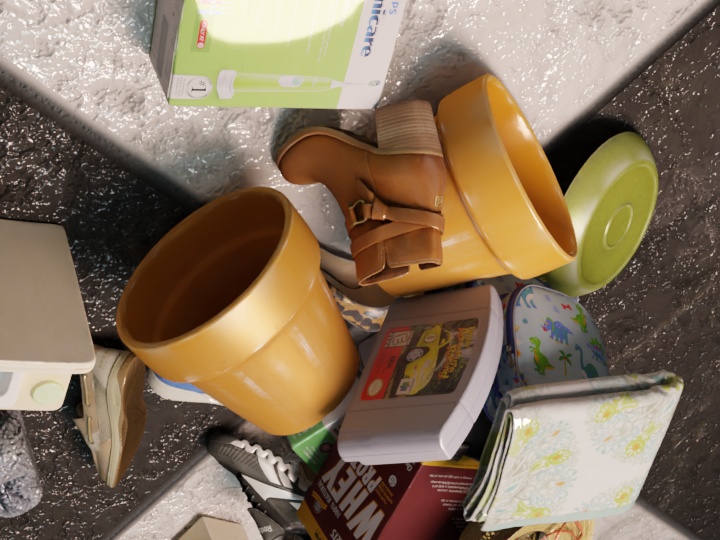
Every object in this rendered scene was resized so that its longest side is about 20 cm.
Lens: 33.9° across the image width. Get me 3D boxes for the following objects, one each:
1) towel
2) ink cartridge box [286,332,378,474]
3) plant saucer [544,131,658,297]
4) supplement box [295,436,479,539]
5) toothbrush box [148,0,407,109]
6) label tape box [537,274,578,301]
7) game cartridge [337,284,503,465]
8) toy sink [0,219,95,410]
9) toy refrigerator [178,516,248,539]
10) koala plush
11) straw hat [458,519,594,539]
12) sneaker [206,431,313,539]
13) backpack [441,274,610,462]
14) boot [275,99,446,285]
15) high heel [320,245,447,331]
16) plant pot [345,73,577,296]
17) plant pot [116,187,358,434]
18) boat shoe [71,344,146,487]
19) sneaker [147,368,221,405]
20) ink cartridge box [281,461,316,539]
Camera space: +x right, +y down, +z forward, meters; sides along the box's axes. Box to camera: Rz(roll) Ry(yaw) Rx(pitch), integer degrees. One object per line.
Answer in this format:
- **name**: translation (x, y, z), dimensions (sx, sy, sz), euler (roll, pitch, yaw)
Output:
- **towel**: translation (0.208, 0.179, 1.158), dimensions (0.199, 0.048, 0.172), euler (-4, 131, -22)
- **ink cartridge box**: translation (0.019, 0.163, 1.409), dimensions (0.200, 0.084, 0.146), euler (-33, 136, 4)
- **plant saucer**: translation (0.276, -0.055, 1.313), dimensions (0.200, 0.031, 0.201), euler (-34, 139, -36)
- **supplement box**: translation (0.071, 0.245, 1.336), dimensions (0.197, 0.133, 0.200), euler (11, 115, -38)
- **toothbrush box**: translation (-0.071, -0.223, 1.025), dimensions (0.199, 0.086, 0.146), euler (-2, 130, -22)
- **label tape box**: translation (0.178, 0.033, 1.384), dimensions (0.143, 0.066, 0.201), euler (-17, 129, -11)
- **game cartridge**: translation (0.065, 0.095, 1.127), dimensions (0.133, 0.200, 0.041), euler (-7, 131, 30)
- **toy sink**: translation (-0.329, 0.055, 1.071), dimensions (0.130, 0.200, 0.112), euler (4, 127, -29)
- **toy refrigerator**: translation (-0.231, 0.405, 1.521), dimensions (0.200, 0.070, 0.076), euler (-46, 139, 18)
- **koala plush**: translation (-0.430, 0.187, 1.167), dimensions (0.199, 0.178, 0.184), euler (-17, 144, -16)
- **straw hat**: translation (0.154, 0.306, 1.282), dimensions (0.201, 0.085, 0.202), euler (-25, 135, -28)
- **sneaker**: translation (-0.106, 0.269, 1.396), dimensions (0.200, 0.091, 0.066), euler (35, 157, -10)
- **backpack**: translation (0.165, 0.094, 1.237), dimensions (0.183, 0.201, 0.147), euler (20, 138, -34)
- **boot**: translation (-0.004, -0.062, 1.107), dimensions (0.074, 0.155, 0.200), euler (3, 168, -43)
- **high heel**: translation (0.000, 0.000, 1.262), dimensions (0.199, 0.072, 0.143), euler (-11, 140, -4)
- **plant pot**: translation (0.091, -0.065, 1.181), dimensions (0.183, 0.201, 0.200), euler (-25, 137, 19)
- **plant pot**: translation (-0.100, 0.054, 1.142), dimensions (0.200, 0.200, 0.183), euler (-34, 122, 7)
- **boat shoe**: translation (-0.276, 0.157, 1.288), dimensions (0.065, 0.072, 0.200), euler (18, 133, 7)
- **sneaker**: translation (-0.122, 0.092, 1.285), dimensions (0.199, 0.077, 0.111), euler (8, 135, -22)
- **ink cartridge box**: translation (0.009, 0.320, 1.552), dimensions (0.199, 0.075, 0.165), euler (-4, 131, -21)
